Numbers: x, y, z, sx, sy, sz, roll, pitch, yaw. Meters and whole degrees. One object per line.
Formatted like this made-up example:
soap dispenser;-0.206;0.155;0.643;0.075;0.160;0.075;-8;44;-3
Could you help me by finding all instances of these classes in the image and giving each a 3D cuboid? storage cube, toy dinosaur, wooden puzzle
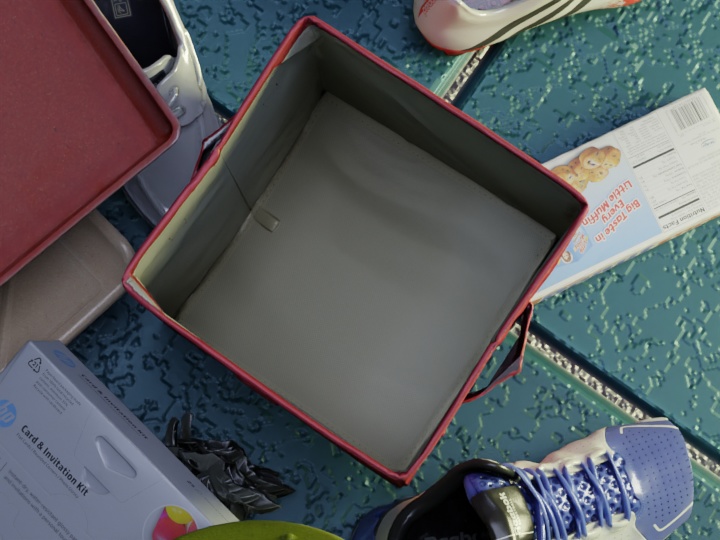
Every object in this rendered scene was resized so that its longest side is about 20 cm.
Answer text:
storage cube;0.000;0.000;1.104;0.199;0.180;0.171;34;85;5
toy dinosaur;-0.106;0.156;1.125;0.200;0.102;0.136;37;93;-20
wooden puzzle;-0.248;0.007;1.150;0.200;0.037;0.185;-44;70;-8

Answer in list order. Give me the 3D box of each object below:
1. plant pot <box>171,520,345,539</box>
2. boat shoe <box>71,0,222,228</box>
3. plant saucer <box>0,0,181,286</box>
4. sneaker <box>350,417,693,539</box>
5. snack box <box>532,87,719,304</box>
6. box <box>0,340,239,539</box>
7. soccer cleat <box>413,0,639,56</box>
plant pot;-0.049;0.233;1.004;0.199;0.201;0.194;-5;118;-7
boat shoe;-0.124;-0.106;1.157;0.073;0.065;0.201;-20;104;3
plant saucer;-0.217;-0.080;1.124;0.199;0.037;0.200;-38;70;4
sneaker;0.095;0.138;1.135;0.198;0.115;0.081;-15;81;-9
snack box;0.131;-0.034;1.221;0.199;0.024;0.072;-25;83;-11
box;-0.175;0.161;1.087;0.156;0.041;0.200;42;101;14
soccer cleat;0.124;-0.185;1.221;0.199;0.085;0.069;-22;81;-10
